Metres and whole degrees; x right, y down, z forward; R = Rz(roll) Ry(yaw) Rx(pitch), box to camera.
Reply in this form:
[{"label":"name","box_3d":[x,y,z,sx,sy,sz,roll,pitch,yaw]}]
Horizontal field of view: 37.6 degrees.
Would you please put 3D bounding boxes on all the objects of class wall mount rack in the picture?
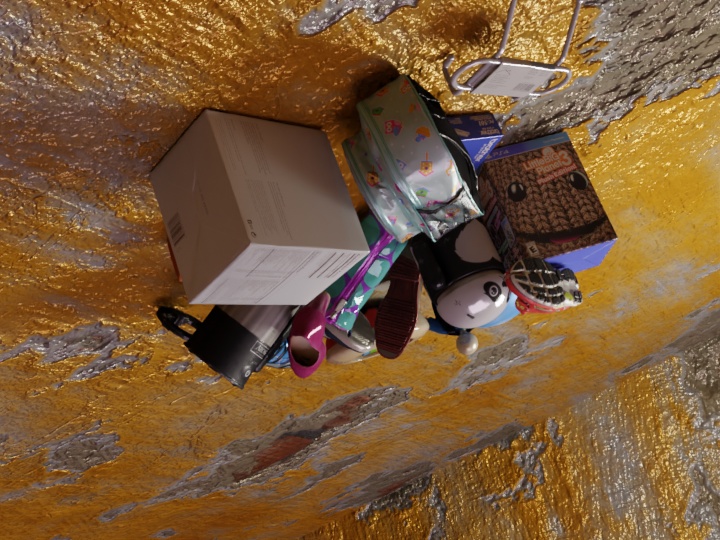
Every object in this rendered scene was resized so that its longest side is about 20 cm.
[{"label":"wall mount rack","box_3d":[0.200,-0.285,1.338,0.198,0.075,0.174,-3,155,-38]}]

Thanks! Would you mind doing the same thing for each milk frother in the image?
[{"label":"milk frother","box_3d":[-0.204,0.054,1.663,0.189,0.199,0.181,-53,172,-7]}]

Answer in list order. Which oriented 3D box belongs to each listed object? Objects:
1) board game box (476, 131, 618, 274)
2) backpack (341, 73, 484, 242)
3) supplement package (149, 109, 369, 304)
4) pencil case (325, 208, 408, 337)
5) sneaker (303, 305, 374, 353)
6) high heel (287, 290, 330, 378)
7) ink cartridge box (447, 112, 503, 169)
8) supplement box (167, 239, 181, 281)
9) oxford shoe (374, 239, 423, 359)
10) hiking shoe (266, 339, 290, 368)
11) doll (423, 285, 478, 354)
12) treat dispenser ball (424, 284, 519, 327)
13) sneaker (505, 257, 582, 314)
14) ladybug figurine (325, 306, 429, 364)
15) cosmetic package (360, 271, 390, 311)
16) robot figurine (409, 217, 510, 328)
[{"label":"board game box","box_3d":[0.282,-0.094,1.660,0.157,0.202,0.097,-15,157,-15]},{"label":"backpack","box_3d":[0.062,-0.146,1.381,0.152,0.177,0.201,-24,151,1]},{"label":"supplement package","box_3d":[-0.129,-0.072,1.346,0.198,0.193,0.147,3,148,-45]},{"label":"pencil case","box_3d":[0.000,0.000,1.677,0.201,0.084,0.093,-57,-171,11]},{"label":"sneaker","box_3d":[-0.069,0.086,1.772,0.075,0.199,0.085,-46,167,-49]},{"label":"high heel","box_3d":[-0.088,0.125,1.644,0.067,0.097,0.201,24,136,0]},{"label":"ink cartridge box","box_3d":[0.124,-0.156,1.584,0.093,0.045,0.200,-10,155,-30]},{"label":"supplement box","box_3d":[-0.175,-0.046,1.530,0.197,0.070,0.067,-16,159,-20]},{"label":"oxford shoe","box_3d":[0.074,0.047,1.746,0.075,0.069,0.203,-28,135,-71]},{"label":"hiking shoe","box_3d":[-0.157,0.136,1.941,0.197,0.075,0.087,-10,156,-26]},{"label":"doll","box_3d":[0.159,0.060,1.892,0.135,0.202,0.049,-22,158,1]},{"label":"treat dispenser ball","box_3d":[0.203,-0.006,1.787,0.198,0.203,0.201,-18,158,-8]},{"label":"sneaker","box_3d":[0.263,0.037,1.581,0.084,0.078,0.199,-29,155,28]},{"label":"ladybug figurine","box_3d":[0.022,0.107,1.840,0.197,0.073,0.136,-16,168,-18]},{"label":"cosmetic package","box_3d":[0.024,0.025,1.861,0.104,0.072,0.200,-26,157,8]},{"label":"robot figurine","box_3d":[0.151,-0.012,1.610,0.148,0.202,0.125,-18,159,-11]}]
